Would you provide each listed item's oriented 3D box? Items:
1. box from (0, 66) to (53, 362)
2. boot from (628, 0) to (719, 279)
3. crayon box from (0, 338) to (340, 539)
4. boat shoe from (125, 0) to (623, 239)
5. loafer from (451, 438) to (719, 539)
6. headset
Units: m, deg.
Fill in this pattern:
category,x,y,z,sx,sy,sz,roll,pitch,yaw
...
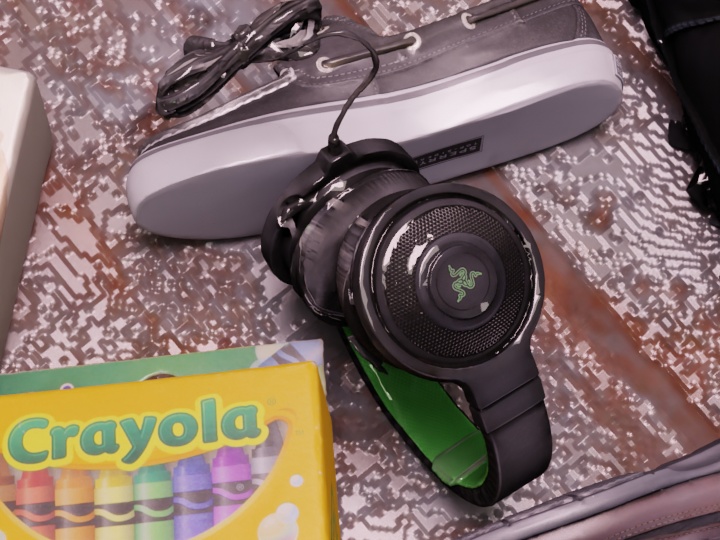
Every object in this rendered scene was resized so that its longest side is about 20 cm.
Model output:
category,x,y,z,sx,sy,sz,roll,pitch,yaw
box,-0.178,0.024,0.806,0.094,0.078,0.202,9,74,-1
boot,0.149,-0.082,0.806,0.073,0.198,0.163,-17,70,-6
crayon box,-0.069,0.107,0.747,0.125,0.052,0.201,-7,60,3
boat shoe,0.001,-0.068,0.854,0.199,0.070,0.067,-17,68,-9
loafer,0.109,0.103,0.814,0.199,0.072,0.063,-19,81,-13
headset,0.000,0.000,0.776,0.094,0.123,0.201,-29,118,-17
